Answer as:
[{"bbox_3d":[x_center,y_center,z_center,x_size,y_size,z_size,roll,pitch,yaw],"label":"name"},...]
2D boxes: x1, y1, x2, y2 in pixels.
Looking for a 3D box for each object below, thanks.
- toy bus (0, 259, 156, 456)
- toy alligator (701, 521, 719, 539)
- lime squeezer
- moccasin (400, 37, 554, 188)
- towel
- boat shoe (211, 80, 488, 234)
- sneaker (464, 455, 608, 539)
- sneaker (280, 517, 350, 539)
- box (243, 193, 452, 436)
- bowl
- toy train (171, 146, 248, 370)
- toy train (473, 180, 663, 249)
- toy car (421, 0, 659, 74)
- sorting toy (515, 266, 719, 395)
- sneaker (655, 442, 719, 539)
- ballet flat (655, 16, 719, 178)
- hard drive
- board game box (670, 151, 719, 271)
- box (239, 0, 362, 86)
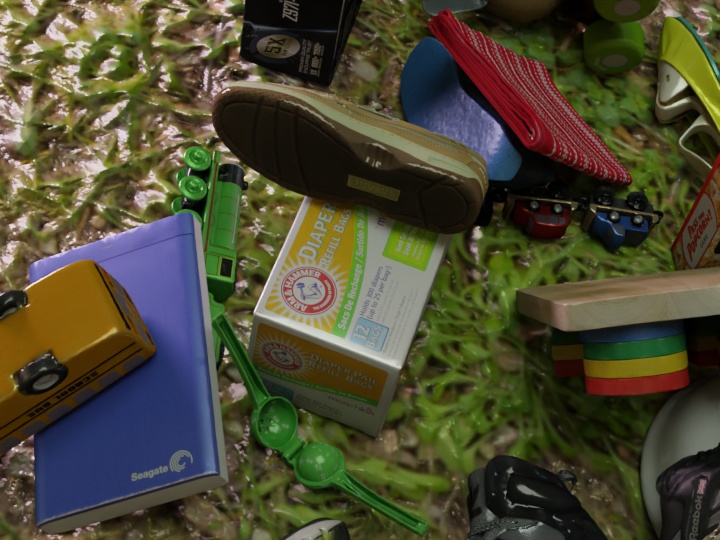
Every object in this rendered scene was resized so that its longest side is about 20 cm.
[{"bbox_3d":[-0.239,0.075,0.845,0.199,0.078,0.065,-33,66,0],"label":"toy bus"},{"bbox_3d":[0.163,0.227,0.813,0.054,0.059,0.201,30,94,15],"label":"toy alligator"},{"bbox_3d":[-0.035,0.114,0.889,0.200,0.071,0.038,46,42,5],"label":"lime squeezer"},{"bbox_3d":[0.091,-0.119,1.053,0.068,0.081,0.201,15,31,-32],"label":"moccasin"},{"bbox_3d":[0.141,-0.134,1.034,0.145,0.022,0.199,55,22,23],"label":"towel"},{"bbox_3d":[-0.005,-0.089,0.911,0.199,0.072,0.076,24,41,-1],"label":"boat shoe"},{"bbox_3d":[0.076,0.191,0.855,0.198,0.076,0.114,-9,58,-22],"label":"sneaker"},{"bbox_3d":[-0.085,0.210,0.811,0.084,0.075,0.199,14,31,38],"label":"sneaker"},{"bbox_3d":[0.000,0.000,0.947,0.112,0.102,0.201,19,56,3],"label":"box"},{"bbox_3d":[0.307,0.141,0.918,0.199,0.091,0.203,5,56,-7],"label":"bowl"},{"bbox_3d":[-0.119,-0.009,0.972,0.056,0.042,0.201,13,55,-13],"label":"toy train"},{"bbox_3d":[0.149,-0.048,1.047,0.198,0.034,0.046,7,59,-5],"label":"toy train"},{"bbox_3d":[0.152,-0.277,1.140,0.198,0.158,0.166,0,66,4],"label":"toy car"},{"bbox_3d":[0.224,0.041,0.915,0.197,0.200,0.070,-6,92,-2],"label":"sorting toy"},{"bbox_3d":[0.239,0.136,0.842,0.087,0.076,0.201,28,99,31],"label":"sneaker"},{"bbox_3d":[0.295,-0.135,1.117,0.067,0.067,0.201,-27,65,-1],"label":"ballet flat"},{"bbox_3d":[-0.163,0.066,0.888,0.131,0.025,0.201,-17,58,11],"label":"hard drive"},{"bbox_3d":[0.344,-0.061,0.988,0.150,0.201,0.047,2,51,-10],"label":"board game box"},{"bbox_3d":[-0.029,-0.290,1.095,0.085,0.164,0.201,17,56,1],"label":"box"}]
